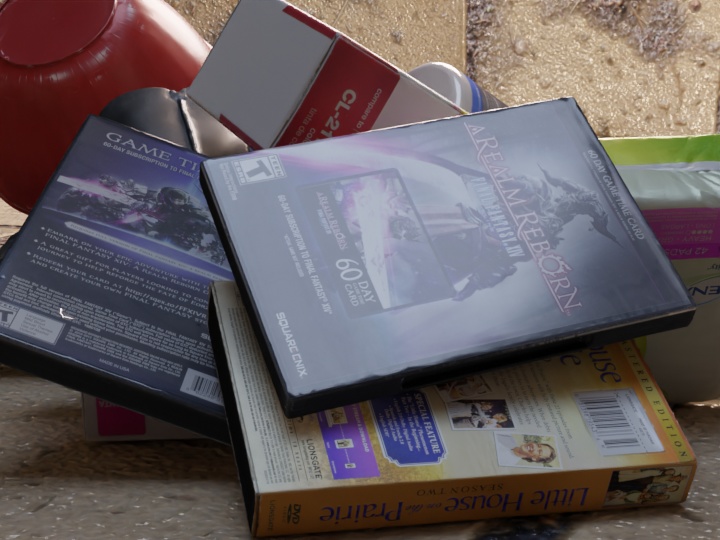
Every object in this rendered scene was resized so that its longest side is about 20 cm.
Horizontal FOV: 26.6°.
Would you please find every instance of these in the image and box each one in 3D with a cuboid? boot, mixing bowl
[{"bbox_3d":[-0.138,-0.048,0.915,0.164,0.066,0.201,7,38,-19],"label":"boot"},{"bbox_3d":[-0.204,-0.148,1.113,0.199,0.109,0.201,-8,51,10],"label":"mixing bowl"}]

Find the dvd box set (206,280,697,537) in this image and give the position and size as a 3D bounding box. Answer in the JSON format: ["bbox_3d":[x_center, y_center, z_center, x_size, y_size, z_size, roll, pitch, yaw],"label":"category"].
[{"bbox_3d":[0.036,0.054,0.703,0.198,0.030,0.147,-3,38,-14],"label":"dvd box set"}]

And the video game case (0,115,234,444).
[{"bbox_3d":[-0.104,-0.002,0.789,0.142,0.019,0.200,20,35,-4],"label":"video game case"}]

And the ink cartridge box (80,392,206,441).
[{"bbox_3d":[-0.091,0.053,0.874,0.118,0.042,0.200,-1,12,-4],"label":"ink cartridge box"}]

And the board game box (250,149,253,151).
[{"bbox_3d":[-0.100,-0.053,1.186,0.198,0.152,0.037,2,27,11],"label":"board game box"}]

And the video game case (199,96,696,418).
[{"bbox_3d":[0.039,-0.013,0.715,0.199,0.019,0.143,-12,54,-16],"label":"video game case"}]

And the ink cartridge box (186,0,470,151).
[{"bbox_3d":[0.015,-0.078,0.925,0.199,0.083,0.146,28,6,-31],"label":"ink cartridge box"}]

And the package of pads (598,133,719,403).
[{"bbox_3d":[0.119,0.006,0.827,0.198,0.155,0.068,-2,41,-9],"label":"package of pads"}]

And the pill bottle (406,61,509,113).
[{"bbox_3d":[0.101,-0.060,1.143,0.199,0.114,0.114,31,-10,-34],"label":"pill bottle"}]
